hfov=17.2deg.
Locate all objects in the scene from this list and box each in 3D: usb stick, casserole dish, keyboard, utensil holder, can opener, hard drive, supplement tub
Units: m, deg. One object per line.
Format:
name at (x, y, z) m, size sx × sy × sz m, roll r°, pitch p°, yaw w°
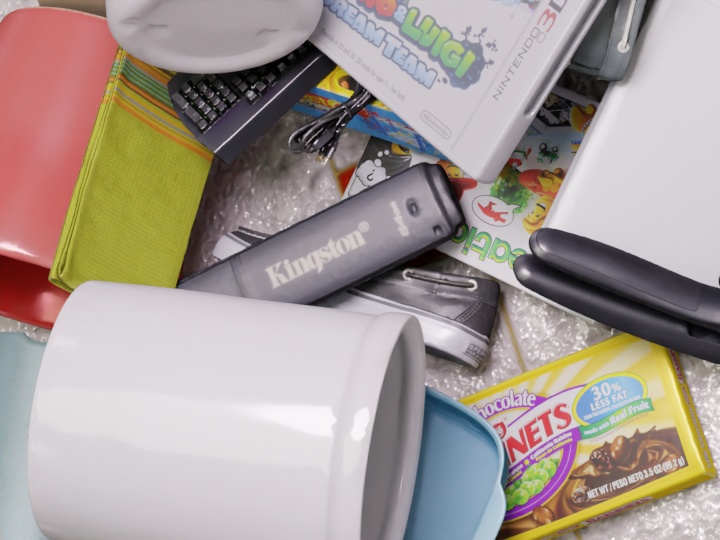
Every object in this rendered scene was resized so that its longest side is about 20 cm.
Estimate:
usb stick at (-0.031, -0.006, 1.493) m, size 0.199 × 0.033 × 0.056 m, roll -26°, pitch 72°, yaw 10°
casserole dish at (0.012, 0.124, 1.492) m, size 0.199 × 0.039 × 0.122 m, roll 25°, pitch 92°, yaw 31°
keyboard at (-0.021, -0.142, 1.475) m, size 0.200 × 0.021 × 0.127 m, roll -44°, pitch 60°, yaw -1°
utensil holder at (-0.076, 0.097, 1.395) m, size 0.199 × 0.170 × 0.171 m, roll 7°, pitch 85°, yaw 11°
can opener at (0.185, 0.022, 1.397) m, size 0.199 × 0.064 × 0.079 m, roll 13°, pitch 45°, yaw -5°
hard drive at (0.202, -0.070, 1.425) m, size 0.131 × 0.026 × 0.201 m, roll 25°, pitch 94°, yaw -5°
supplement tub at (-0.093, -0.233, 1.431) m, size 0.131 × 0.132 × 0.201 m, roll -17°, pitch 64°, yaw 24°

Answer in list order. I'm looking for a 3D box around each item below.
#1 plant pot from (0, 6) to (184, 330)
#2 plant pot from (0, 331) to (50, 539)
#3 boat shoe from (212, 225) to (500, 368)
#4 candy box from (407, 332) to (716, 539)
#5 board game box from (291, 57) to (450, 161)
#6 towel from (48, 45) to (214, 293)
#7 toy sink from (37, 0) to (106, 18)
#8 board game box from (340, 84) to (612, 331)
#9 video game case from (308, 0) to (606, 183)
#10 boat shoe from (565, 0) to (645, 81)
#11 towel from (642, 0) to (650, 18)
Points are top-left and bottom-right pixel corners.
plant pot at (-0.194, -0.066, 1.579) m, size 0.199 × 0.200 × 0.178 m, roll 8°, pitch 74°, yaw 28°
plant pot at (-0.205, 0.151, 1.550) m, size 0.199 × 0.200 × 0.197 m, roll -1°, pitch 73°, yaw 27°
boat shoe at (0.000, 0.000, 1.531) m, size 0.199 × 0.070 × 0.067 m, roll 20°, pitch 84°, yaw 28°
candy box at (0.113, 0.113, 1.476) m, size 0.199 × 0.026 × 0.103 m, roll -24°, pitch 68°, yaw 22°
board game box at (0.035, -0.184, 1.516) m, size 0.195 × 0.056 × 0.201 m, roll 19°, pitch 75°, yaw 27°
towel at (-0.133, -0.065, 1.506) m, size 0.018 × 0.086 × 0.201 m, roll -23°, pitch 46°, yaw 52°
toy sink at (-0.134, -0.261, 1.574) m, size 0.130 × 0.112 × 0.201 m, roll 9°, pitch 73°, yaw 2°
board game box at (0.097, -0.060, 1.507) m, size 0.199 × 0.035 × 0.127 m, roll 26°, pitch 93°, yaw 28°
video game case at (0.054, -0.180, 1.397) m, size 0.200 × 0.024 × 0.183 m, roll 42°, pitch 110°, yaw 33°
boat shoe at (0.167, -0.205, 1.400) m, size 0.062 × 0.073 × 0.201 m, roll 26°, pitch 85°, yaw -2°
towel at (0.131, -0.228, 1.447) m, size 0.199 × 0.035 × 0.194 m, roll -9°, pitch 78°, yaw -7°
